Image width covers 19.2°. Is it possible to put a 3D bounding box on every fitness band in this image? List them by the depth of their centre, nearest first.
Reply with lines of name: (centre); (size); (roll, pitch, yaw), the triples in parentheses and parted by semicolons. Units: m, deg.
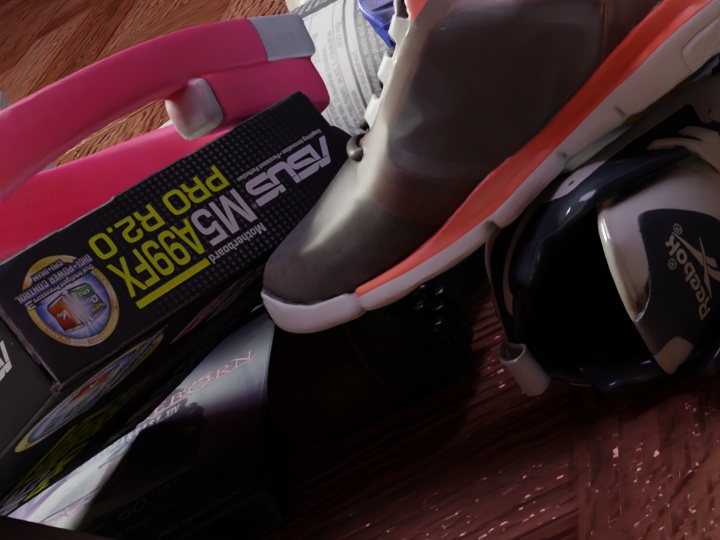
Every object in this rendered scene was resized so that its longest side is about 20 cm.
fitness band: (-0.089, -0.042, 0.779); (0.143, 0.037, 0.200); (-29, -3, 24)

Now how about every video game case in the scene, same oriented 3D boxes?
video game case: (-0.089, 0.083, 0.846); (0.143, 0.019, 0.200); (-30, 18, 11)

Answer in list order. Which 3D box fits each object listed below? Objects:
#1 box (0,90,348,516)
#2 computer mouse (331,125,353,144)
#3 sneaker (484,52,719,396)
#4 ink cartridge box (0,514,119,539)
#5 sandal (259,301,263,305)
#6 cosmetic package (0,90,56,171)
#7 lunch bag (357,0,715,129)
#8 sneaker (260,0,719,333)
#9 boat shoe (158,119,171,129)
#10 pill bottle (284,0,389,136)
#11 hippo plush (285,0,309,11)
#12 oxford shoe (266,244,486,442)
box: (-0.102, 0.033, 0.749); (0.160, 0.044, 0.200); (-35, -6, -44)
computer mouse: (-0.082, -0.007, 0.848); (0.200, 0.034, 0.059); (-25, -4, -19)
sneaker: (0.118, -0.023, 0.653); (0.199, 0.080, 0.130); (-26, 19, 23)
ink cartridge box: (-0.101, 0.136, 0.661); (0.119, 0.042, 0.200); (-46, 23, -27)
sandal: (-0.093, 0.000, 0.922); (0.200, 0.076, 0.043); (-33, 15, 3)
cosmetic package: (-0.191, -0.023, 1.010); (0.108, 0.200, 0.085); (-36, 15, 0)
lunch bag: (0.101, -0.104, 0.726); (0.200, 0.151, 0.094); (-36, 51, 15)
sneaker: (0.033, -0.061, 0.659); (0.200, 0.082, 0.077); (-40, 6, 20)
boat shoe: (-0.040, -0.063, 1.070); (0.200, 0.071, 0.064); (-31, 16, 4)
pill bottle: (0.013, -0.081, 0.960); (0.200, 0.106, 0.106); (-23, 19, 31)
hippo plush: (0.056, -0.206, 1.239); (0.160, 0.159, 0.200); (7, 50, 19)
oxford shoe: (0.000, 0.000, 0.824); (0.084, 0.073, 0.200); (-35, 12, 24)
